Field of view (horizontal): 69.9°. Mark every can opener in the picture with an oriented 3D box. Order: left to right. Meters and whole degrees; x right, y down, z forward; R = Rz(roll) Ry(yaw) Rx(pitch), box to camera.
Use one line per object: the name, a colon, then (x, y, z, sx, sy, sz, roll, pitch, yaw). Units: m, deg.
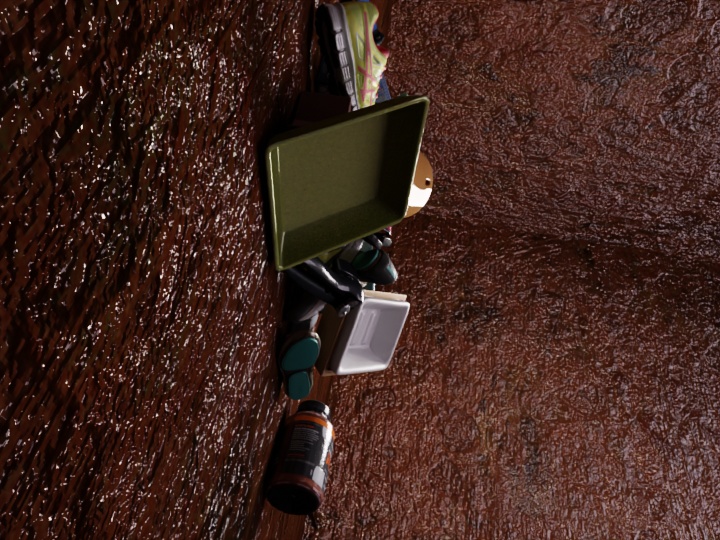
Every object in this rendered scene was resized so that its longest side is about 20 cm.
can opener: (-0.056, 0.015, 0.751, 0.200, 0.063, 0.079, 29, 30, -57)

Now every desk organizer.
desk organizer: (-0.054, -0.134, 0.703, 0.201, 0.071, 0.078, 98, 0, -52)

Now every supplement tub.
supplement tub: (-0.107, 0.345, 0.980, 0.201, 0.106, 0.108, -78, 177, -54)

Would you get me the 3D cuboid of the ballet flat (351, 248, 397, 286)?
ballet flat: (0.000, 0.000, 0.898, 0.068, 0.068, 0.200, -54, -157, -11)

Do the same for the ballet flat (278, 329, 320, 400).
ballet flat: (-0.108, 0.144, 0.855, 0.201, 0.067, 0.063, 105, -26, -47)

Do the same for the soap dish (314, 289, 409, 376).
soap dish: (-0.001, 0.106, 0.941, 0.199, 0.081, 0.159, 10, 101, -59)

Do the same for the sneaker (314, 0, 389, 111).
sneaker: (0.003, -0.269, 0.710, 0.078, 0.090, 0.201, 50, -20, 38)

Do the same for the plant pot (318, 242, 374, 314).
plant pot: (-0.035, -0.005, 1.106, 0.141, 0.140, 0.202, 77, 16, -87)

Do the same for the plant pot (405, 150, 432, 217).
plant pot: (0.046, -0.179, 0.994, 0.139, 0.199, 0.202, 7, 93, -48)

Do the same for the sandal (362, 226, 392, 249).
sandal: (0.021, -0.072, 0.844, 0.045, 0.075, 0.200, -53, 172, 9)

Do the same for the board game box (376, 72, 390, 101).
board game box: (0.041, -0.376, 1.269, 0.200, 0.061, 0.201, -134, -158, -78)

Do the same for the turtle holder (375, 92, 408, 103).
turtle holder: (0.037, -0.300, 1.121, 0.132, 0.184, 0.142, 94, -19, -64)

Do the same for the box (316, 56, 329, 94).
box: (-0.041, -0.287, 0.864, 0.200, 0.037, 0.138, 96, 3, -63)

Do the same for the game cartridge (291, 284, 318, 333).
game cartridge: (-0.090, 0.014, 0.949, 0.133, 0.040, 0.202, -17, 117, -84)

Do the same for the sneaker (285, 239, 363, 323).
sneaker: (-0.076, -0.006, 0.847, 0.074, 0.085, 0.201, -15, -141, 55)

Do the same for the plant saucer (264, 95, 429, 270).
plant saucer: (-0.026, -0.110, 0.613, 0.048, 0.199, 0.200, 54, -25, 29)

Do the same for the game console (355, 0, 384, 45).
game console: (-0.021, -0.453, 0.984, 0.171, 0.118, 0.200, -47, -167, 24)
